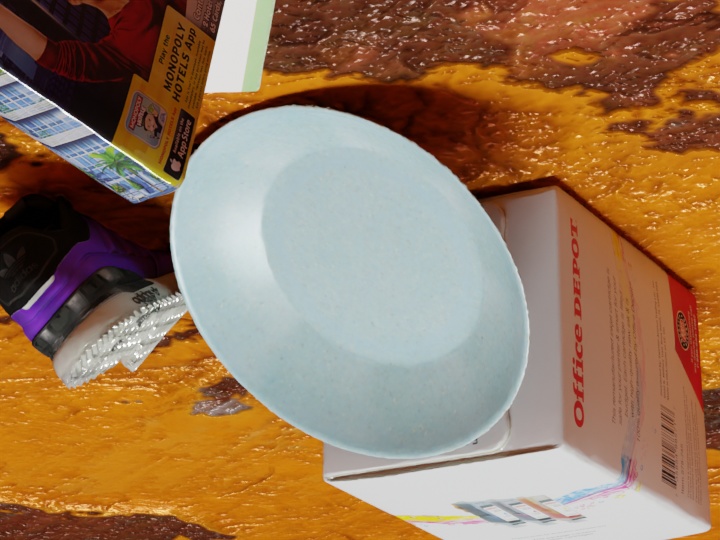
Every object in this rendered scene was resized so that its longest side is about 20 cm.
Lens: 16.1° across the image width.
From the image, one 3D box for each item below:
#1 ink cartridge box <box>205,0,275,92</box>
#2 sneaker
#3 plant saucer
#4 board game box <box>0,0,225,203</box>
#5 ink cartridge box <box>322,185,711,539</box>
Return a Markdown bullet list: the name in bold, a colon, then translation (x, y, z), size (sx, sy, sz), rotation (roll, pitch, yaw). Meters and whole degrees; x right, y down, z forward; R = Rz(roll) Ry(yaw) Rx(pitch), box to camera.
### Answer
- **ink cartridge box**: translation (-0.134, -0.115, 1.032), size (0.198, 0.048, 0.146), rotation (-3, 160, -8)
- **sneaker**: translation (-0.143, -0.001, 1.334), size (0.070, 0.099, 0.200), rotation (-47, 175, 7)
- **plant saucer**: translation (0.000, 0.000, 1.262), size (0.200, 0.039, 0.202), rotation (17, 128, 22)
- **board game box**: translation (-0.127, -0.149, 0.821), size (0.061, 0.201, 0.199), rotation (-20, 137, 40)
- **ink cartridge box**: translation (0.086, 0.062, 1.384), size (0.144, 0.146, 0.200), rotation (-11, 156, 27)
